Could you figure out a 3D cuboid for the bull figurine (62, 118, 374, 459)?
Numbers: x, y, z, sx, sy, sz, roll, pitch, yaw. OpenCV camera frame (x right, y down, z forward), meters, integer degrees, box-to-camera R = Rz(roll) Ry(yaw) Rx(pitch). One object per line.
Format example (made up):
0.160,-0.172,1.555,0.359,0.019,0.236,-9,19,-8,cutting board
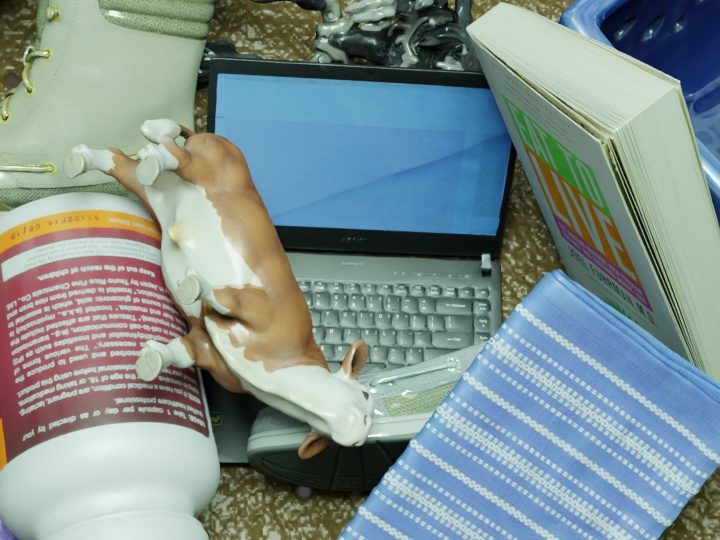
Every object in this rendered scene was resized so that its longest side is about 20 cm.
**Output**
-0.066,0.008,0.808,0.065,0.121,0.200,-39,62,20,bull figurine

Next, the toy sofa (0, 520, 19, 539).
-0.213,0.110,0.842,0.097,0.083,0.200,-15,71,-11,toy sofa

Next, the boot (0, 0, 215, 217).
-0.181,-0.100,0.892,0.199,0.072,0.155,5,107,-10,boot

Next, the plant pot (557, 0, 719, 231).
0.224,-0.079,0.914,0.200,0.180,0.200,-34,77,-18,plant pot

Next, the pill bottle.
-0.134,0.070,0.834,0.113,0.113,0.200,-9,59,-10,pill bottle

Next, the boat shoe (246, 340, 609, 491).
0.037,0.069,0.873,0.201,0.074,0.065,-12,61,-2,boat shoe

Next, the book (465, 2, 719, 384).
0.131,-0.035,0.854,0.048,0.200,0.134,-36,40,-9,book

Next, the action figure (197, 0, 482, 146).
-0.002,-0.123,0.941,0.199,0.102,0.119,9,113,1,action figure

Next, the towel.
0.092,0.114,0.838,0.145,0.024,0.200,36,96,-17,towel

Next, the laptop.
0.000,0.000,0.898,0.177,0.103,0.201,3,69,-5,laptop
